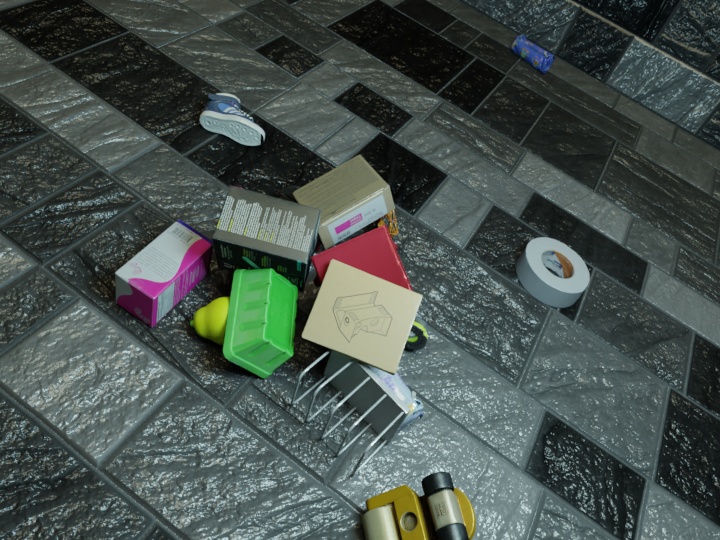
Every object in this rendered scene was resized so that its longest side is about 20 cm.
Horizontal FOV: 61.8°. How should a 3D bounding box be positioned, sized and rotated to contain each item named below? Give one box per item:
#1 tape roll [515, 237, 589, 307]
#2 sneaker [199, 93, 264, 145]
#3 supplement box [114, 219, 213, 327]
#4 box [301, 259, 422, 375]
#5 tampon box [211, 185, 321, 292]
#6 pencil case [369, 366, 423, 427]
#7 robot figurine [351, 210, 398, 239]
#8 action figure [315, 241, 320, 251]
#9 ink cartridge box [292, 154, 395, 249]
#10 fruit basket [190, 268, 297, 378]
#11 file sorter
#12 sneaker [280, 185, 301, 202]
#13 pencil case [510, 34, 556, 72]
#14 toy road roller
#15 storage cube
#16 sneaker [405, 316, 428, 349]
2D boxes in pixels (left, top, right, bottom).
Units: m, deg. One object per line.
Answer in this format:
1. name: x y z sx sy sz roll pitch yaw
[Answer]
1. tape roll: 0.537 0.003 1.681 0.195 0.067 0.204 11 48 -12
2. sneaker: -0.347 -0.444 1.712 0.195 0.082 0.149 17 50 1
3. supplement box: -0.413 0.003 1.275 0.100 0.105 0.201 31 45 7
4. box: 0.004 0.090 1.172 0.195 0.021 0.167 21 75 6
5. tampon box: -0.194 -0.065 1.261 0.194 0.151 0.129 15 65 -2
6. pencil case: 0.049 0.236 1.262 0.082 0.092 0.201 -19 58 -34
7. robot figurine: 0.032 -0.109 1.522 0.057 0.149 0.198 -4 14 37
8. action figure: -0.150 -0.068 1.451 0.065 0.100 0.198 43 46 17
9. ink cartridge box: -0.041 -0.164 1.414 0.197 0.076 0.166 -29 46 -7
10. fruit basket: -0.241 0.108 1.246 0.155 0.213 0.220 38 30 -43
11. file sorter: -0.028 0.267 1.173 0.200 0.140 0.123 43 52 19
12. sneaker: -0.109 -0.148 1.554 0.197 0.077 0.115 28 3 16
13. pencil case: 0.739 -0.933 2.581 0.078 0.087 0.200 -44 71 -8
14. toy road roller: 0.113 0.465 1.085 0.196 0.147 0.125 -23 52 9
15. storage cube: 0.010 0.038 1.287 0.196 0.171 0.184 -23 79 -2
16. sneaker: 0.072 0.113 1.406 0.197 0.075 0.081 30 25 8
